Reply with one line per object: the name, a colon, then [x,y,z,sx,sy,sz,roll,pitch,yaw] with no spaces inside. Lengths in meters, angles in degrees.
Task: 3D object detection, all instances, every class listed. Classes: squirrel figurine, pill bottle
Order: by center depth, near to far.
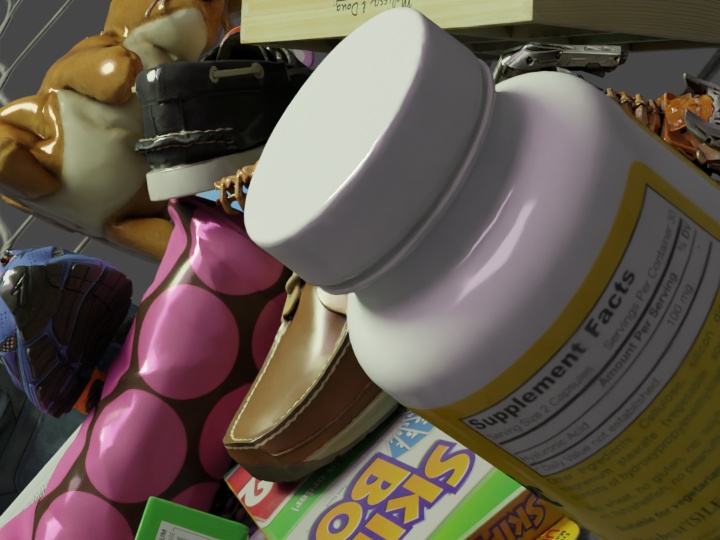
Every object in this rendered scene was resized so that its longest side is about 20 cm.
pill bottle: [0.066,0.010,0.622,0.111,0.199,0.112,-43,25,26]
squirrel figurine: [-0.152,-0.116,1.288,0.188,0.141,0.200,-67,17,-7]

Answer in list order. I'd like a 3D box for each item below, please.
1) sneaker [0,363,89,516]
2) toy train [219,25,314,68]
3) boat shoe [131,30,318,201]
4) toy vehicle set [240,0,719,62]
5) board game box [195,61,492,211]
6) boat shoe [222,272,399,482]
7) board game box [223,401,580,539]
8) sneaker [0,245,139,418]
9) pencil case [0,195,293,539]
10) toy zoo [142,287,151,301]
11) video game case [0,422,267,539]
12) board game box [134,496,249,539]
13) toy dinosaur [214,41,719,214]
sneaker: [-0.247,0.129,1.155,0.203,0.146,0.077,-49,25,19]
toy train: [-0.053,-0.129,1.167,0.200,0.056,0.150,-49,5,-38]
boat shoe: [-0.053,-0.081,0.951,0.073,0.061,0.200,-8,11,22]
toy vehicle set: [0.053,-0.109,0.872,0.199,0.123,0.027,4,93,54]
board game box: [-0.002,-0.056,1.036,0.199,0.039,0.158,-22,25,34]
boat shoe: [0.000,0.000,0.878,0.075,0.074,0.200,-8,38,50]
board game box: [0.011,0.093,0.816,0.095,0.030,0.200,-39,25,-5]
sneaker: [-0.156,0.024,0.979,0.076,0.078,0.200,-61,-3,-11]
pencil case: [-0.094,0.065,0.931,0.093,0.090,0.201,30,92,47]
toy zoo: [-0.086,0.037,1.115,0.131,0.020,0.201,-36,31,38]
video game case: [-0.108,0.126,1.002,0.200,0.023,0.182,-47,34,18]
board game box: [-0.096,0.201,0.786,0.201,0.040,0.154,110,177,-54]
toy dinosaur: [0.051,-0.033,0.782,0.198,0.137,0.102,15,46,23]
